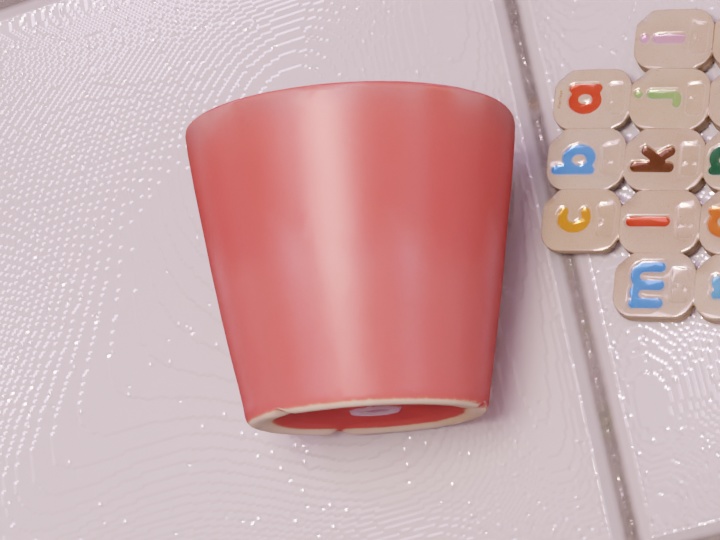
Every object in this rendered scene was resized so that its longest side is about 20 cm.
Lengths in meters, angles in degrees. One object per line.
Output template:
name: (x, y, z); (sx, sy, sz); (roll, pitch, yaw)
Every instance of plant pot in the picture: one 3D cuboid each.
plant pot: (0.000, 0.000, 1.282); (0.200, 0.200, 0.178); (-8, 78, 18)

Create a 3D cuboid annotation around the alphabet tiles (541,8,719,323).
alphabet tiles: (0.208, -0.065, 1.317); (0.195, 0.015, 0.201); (0, 71, 20)
